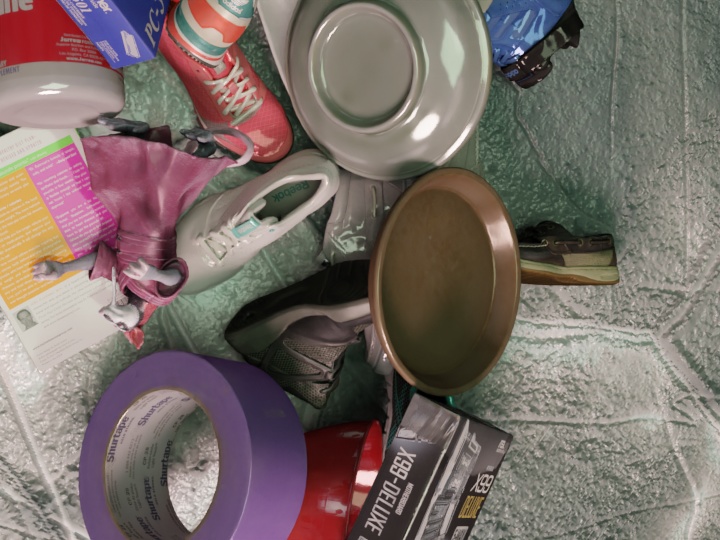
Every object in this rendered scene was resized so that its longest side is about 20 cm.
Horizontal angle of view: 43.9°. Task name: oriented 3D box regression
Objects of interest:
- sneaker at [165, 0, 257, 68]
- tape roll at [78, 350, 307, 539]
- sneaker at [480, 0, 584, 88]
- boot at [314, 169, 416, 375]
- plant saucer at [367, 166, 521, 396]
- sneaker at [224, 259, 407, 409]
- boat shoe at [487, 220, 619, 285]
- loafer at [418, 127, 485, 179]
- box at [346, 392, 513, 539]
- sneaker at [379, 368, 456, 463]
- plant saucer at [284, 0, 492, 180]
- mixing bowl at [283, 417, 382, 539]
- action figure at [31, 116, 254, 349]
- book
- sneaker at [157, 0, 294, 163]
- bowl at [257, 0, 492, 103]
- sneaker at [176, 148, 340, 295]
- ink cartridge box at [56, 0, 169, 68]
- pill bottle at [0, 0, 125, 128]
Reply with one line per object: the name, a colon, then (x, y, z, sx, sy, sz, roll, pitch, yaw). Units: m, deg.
sneaker: (-0.105, -0.264, 0.753, 0.070, 0.201, 0.093, 31, 134, -30)
tape roll: (-0.151, 0.176, 0.795, 0.085, 0.199, 0.202, 22, 93, -57)
sneaker: (0.130, -0.221, 0.884, 0.199, 0.077, 0.112, -31, 104, -10)
boot: (0.000, 0.000, 0.892, 0.094, 0.074, 0.203, 7, 92, -8)
plant saucer: (0.075, 0.010, 0.796, 0.199, 0.029, 0.203, -3, 95, -44)
sneaker: (-0.024, 0.062, 0.851, 0.198, 0.077, 0.115, -23, 118, 28)
boat shoe: (0.192, -0.019, 0.935, 0.198, 0.073, 0.066, 6, 81, -37)
loafer: (0.096, -0.091, 0.902, 0.069, 0.070, 0.202, -1, 108, -25)
box: (0.067, 0.204, 0.819, 0.159, 0.049, 0.200, -64, 154, -4)
sneaker: (0.063, 0.168, 0.918, 0.077, 0.091, 0.202, -8, 101, -14)
plant saucer: (0.011, -0.173, 0.757, 0.198, 0.050, 0.203, 9, 109, 27)
mixing bowl: (-0.047, 0.235, 0.862, 0.107, 0.200, 0.203, 7, 98, 10)
action figure: (-0.191, -0.032, 0.790, 0.148, 0.133, 0.202, -20, 123, -56)
book: (-0.279, -0.028, 0.811, 0.133, 0.048, 0.202, -28, 106, -15)
sneaker: (-0.132, -0.175, 0.808, 0.074, 0.087, 0.201, -41, 108, -6)
bowl: (0.018, -0.224, 0.808, 0.198, 0.074, 0.202, -20, 93, 32)
sneaker: (-0.107, -0.043, 0.822, 0.199, 0.089, 0.076, -36, 103, 7)
ink cartridge box: (-0.187, -0.271, 0.719, 0.044, 0.202, 0.094, -8, 147, 20)
pill bottle: (-0.258, -0.227, 0.738, 0.111, 0.112, 0.203, -5, 86, -16)
